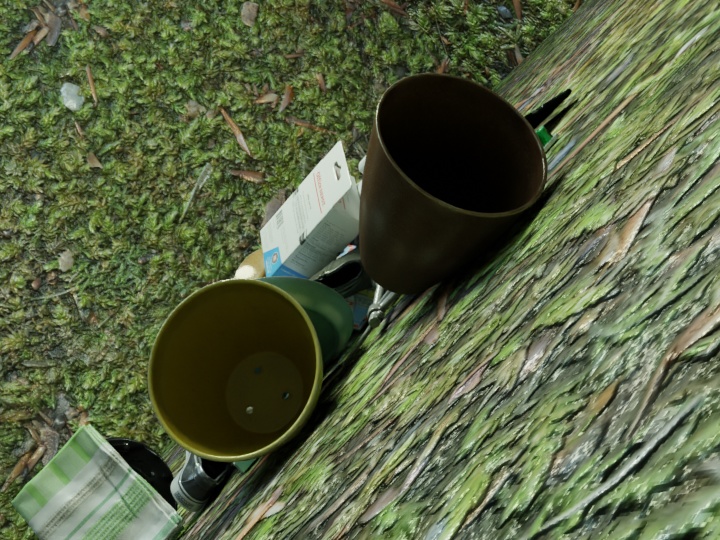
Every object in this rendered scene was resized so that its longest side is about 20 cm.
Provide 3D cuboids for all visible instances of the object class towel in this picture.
[{"bbox_3d":[-0.343,0.316,1.329,0.149,0.199,0.031,-46,-18,-13],"label":"towel"}]

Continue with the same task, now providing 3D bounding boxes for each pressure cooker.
[{"bbox_3d":[-0.368,0.348,1.466,0.174,0.181,0.200,-13,-17,-34],"label":"pressure cooker"}]

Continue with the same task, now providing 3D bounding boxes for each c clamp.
[{"bbox_3d":[0.037,0.017,1.310,0.171,0.027,0.200,-50,7,21],"label":"c clamp"}]

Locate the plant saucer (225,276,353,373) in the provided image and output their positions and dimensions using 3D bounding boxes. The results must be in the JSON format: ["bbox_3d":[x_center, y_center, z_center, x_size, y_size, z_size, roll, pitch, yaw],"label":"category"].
[{"bbox_3d":[-0.104,0.082,1.278,0.200,0.198,0.028,-43,40,34],"label":"plant saucer"}]

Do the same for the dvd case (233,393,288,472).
[{"bbox_3d":[-0.114,0.196,1.376,0.146,0.022,0.200,-47,3,-6],"label":"dvd case"}]

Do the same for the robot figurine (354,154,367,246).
[{"bbox_3d":[0.061,-0.112,1.518,0.199,0.171,0.113,-37,-6,32],"label":"robot figurine"}]

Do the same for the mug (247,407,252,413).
[{"bbox_3d":[-0.218,0.194,1.687,0.152,0.149,0.188,-29,21,48],"label":"mug"}]

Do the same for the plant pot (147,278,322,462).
[{"bbox_3d":[-0.126,0.128,1.181,0.200,0.200,0.142,-46,-21,-6],"label":"plant pot"}]

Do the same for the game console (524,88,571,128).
[{"bbox_3d":[0.182,-0.220,1.509,0.118,0.174,0.200,-67,7,-21],"label":"game console"}]

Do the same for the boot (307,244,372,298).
[{"bbox_3d":[0.000,0.000,1.410,0.198,0.068,0.131,-31,0,-1],"label":"boot"}]

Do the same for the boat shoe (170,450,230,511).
[{"bbox_3d":[-0.204,0.251,1.407,0.068,0.072,0.200,-47,6,15],"label":"boat shoe"}]

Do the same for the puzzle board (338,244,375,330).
[{"bbox_3d":[-0.036,0.014,1.529,0.198,0.018,0.151,12,48,38],"label":"puzzle board"}]

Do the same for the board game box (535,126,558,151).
[{"bbox_3d":[0.160,-0.097,1.364,0.200,0.026,0.200,-48,3,-10],"label":"board game box"}]

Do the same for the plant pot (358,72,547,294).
[{"bbox_3d":[0.073,-0.069,1.091,0.187,0.186,0.201,-49,-9,-41],"label":"plant pot"}]

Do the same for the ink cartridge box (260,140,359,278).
[{"bbox_3d":[-0.059,-0.075,1.492,0.200,0.067,0.117,-46,36,27],"label":"ink cartridge box"}]

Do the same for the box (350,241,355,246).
[{"bbox_3d":[-0.027,-0.051,1.652,0.137,0.197,0.040,-38,31,64],"label":"box"}]

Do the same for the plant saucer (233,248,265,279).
[{"bbox_3d":[-0.128,0.057,1.738,0.035,0.201,0.201,-16,26,48],"label":"plant saucer"}]
